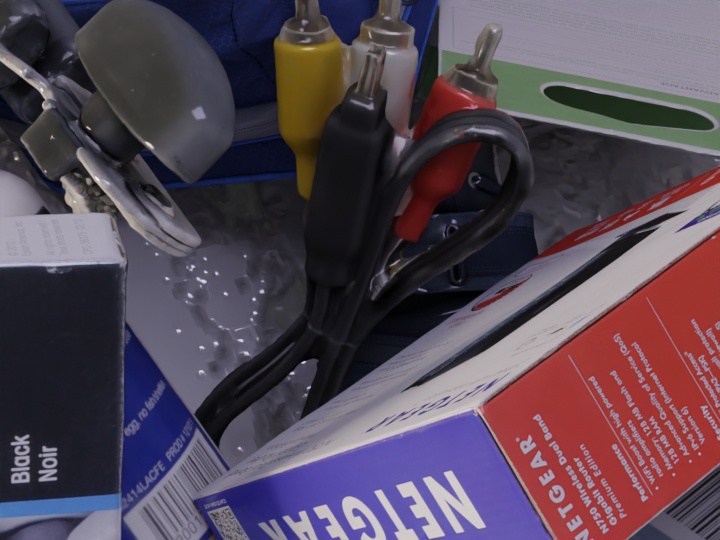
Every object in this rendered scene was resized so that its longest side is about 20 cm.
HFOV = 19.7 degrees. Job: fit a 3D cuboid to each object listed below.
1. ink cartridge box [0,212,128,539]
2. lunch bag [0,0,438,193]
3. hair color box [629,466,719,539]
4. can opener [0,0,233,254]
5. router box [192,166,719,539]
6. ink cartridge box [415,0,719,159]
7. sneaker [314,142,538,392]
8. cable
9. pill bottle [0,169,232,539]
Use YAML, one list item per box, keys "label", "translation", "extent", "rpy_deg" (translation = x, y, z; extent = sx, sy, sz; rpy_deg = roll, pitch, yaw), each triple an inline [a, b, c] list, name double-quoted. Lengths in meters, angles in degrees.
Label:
- label: "ink cartridge box"
  translation: [-0.165, 0.086, 0.579]
  extent: [0.198, 0.200, 0.043]
  rpy_deg: [-2, 18, -12]
- label: "lunch bag"
  translation: [-0.059, -0.112, 0.778]
  extent: [0.198, 0.132, 0.137]
  rpy_deg: [-1, 57, 31]
- label: "hair color box"
  translation: [0.125, 0.146, 0.629]
  extent: [0.060, 0.201, 0.099]
  rpy_deg: [-33, 39, -23]
- label: "can opener"
  translation: [-0.100, -0.078, 0.656]
  extent: [0.066, 0.053, 0.200]
  rpy_deg: [-45, 55, 4]
- label: "router box"
  translation: [0.064, 0.028, 0.601]
  extent: [0.179, 0.200, 0.049]
  rpy_deg: [-33, 93, -28]
- label: "ink cartridge box"
  translation: [0.094, -0.073, 0.801]
  extent: [0.144, 0.048, 0.201]
  rpy_deg: [11, 29, -3]
- label: "sneaker"
  translation: [0.078, 0.015, 0.766]
  extent: [0.200, 0.077, 0.148]
  rpy_deg: [-1, 77, -8]
- label: "cable"
  translation: [0.000, 0.000, 0.710]
  extent: [0.096, 0.202, 0.050]
  rpy_deg: [18, 27, 5]
- label: "pill bottle"
  translation: [-0.128, 0.040, 0.670]
  extent: [0.116, 0.115, 0.201]
  rpy_deg: [-40, 103, -26]
